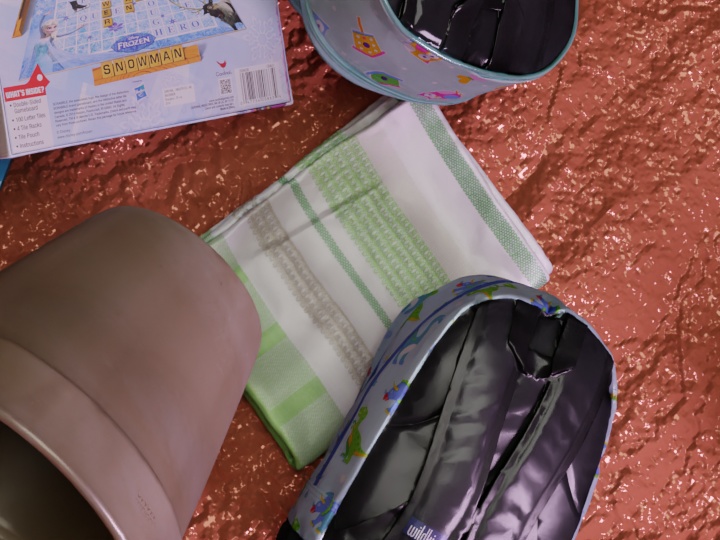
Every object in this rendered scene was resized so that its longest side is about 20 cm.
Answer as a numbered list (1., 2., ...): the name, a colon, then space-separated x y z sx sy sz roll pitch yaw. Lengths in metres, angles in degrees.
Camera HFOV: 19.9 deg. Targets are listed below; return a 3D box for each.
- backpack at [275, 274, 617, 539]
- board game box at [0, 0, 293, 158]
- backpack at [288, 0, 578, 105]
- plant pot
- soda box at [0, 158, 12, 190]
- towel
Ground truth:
1. backpack: 0.057 0.100 1.143 0.162 0.154 0.201 23 103 -12
2. board game box: -0.136 -0.175 1.127 0.199 0.041 0.202 -14 100 -41
3. backpack: 0.038 -0.194 1.169 0.175 0.153 0.202 12 69 -39
4. plant pot: -0.145 0.064 1.081 0.200 0.200 0.174 42 57 -4
5. soda box: -0.201 -0.140 1.155 0.064 0.068 0.202 19 75 -10
6. towel: 0.000 0.000 1.201 0.199 0.031 0.150 -37 90 -18
